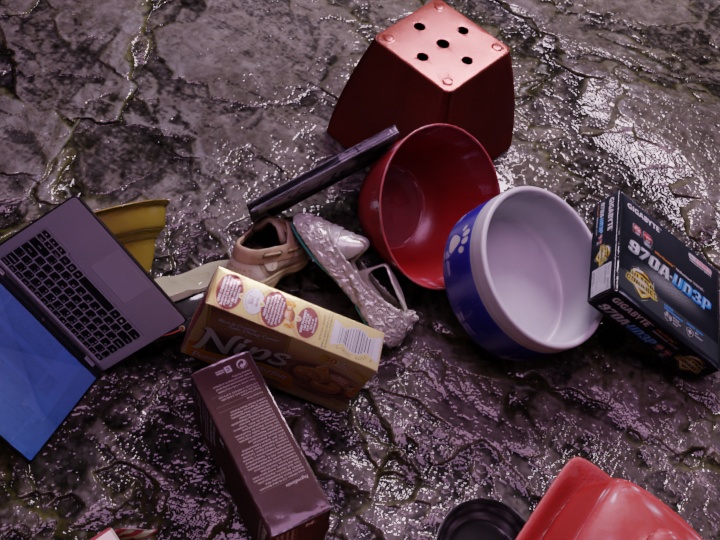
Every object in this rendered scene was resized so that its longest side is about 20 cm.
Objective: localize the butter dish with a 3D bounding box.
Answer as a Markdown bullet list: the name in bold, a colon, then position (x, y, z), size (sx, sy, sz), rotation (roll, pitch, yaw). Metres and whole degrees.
- **butter dish**: position (0.269, 0.294, 0.944), size (0.199, 0.148, 0.200), rotation (41, 56, 6)

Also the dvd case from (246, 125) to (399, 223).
- **dvd case**: position (-0.048, -0.114, 1.184), size (0.199, 0.149, 0.016), rotation (-28, 89, -6)

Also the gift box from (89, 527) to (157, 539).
- **gift box**: position (-0.229, 0.329, 0.799), size (0.199, 0.185, 0.187), rotation (-30, 72, -31)

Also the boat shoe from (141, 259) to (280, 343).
- **boat shoe**: position (-0.182, 0.032, 1.139), size (0.201, 0.064, 0.074), rotation (-17, 27, -35)

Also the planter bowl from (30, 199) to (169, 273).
- **planter bowl**: position (-0.306, -0.013, 1.104), size (0.199, 0.200, 0.084), rotation (-17, 90, -20)

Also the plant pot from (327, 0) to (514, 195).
- **plant pot**: position (0.096, -0.246, 1.311), size (0.200, 0.177, 0.200), rotation (40, 58, 20)

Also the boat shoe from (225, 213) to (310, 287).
- **boat shoe**: position (-0.102, -0.033, 1.153), size (0.071, 0.065, 0.200), rotation (16, 25, 8)

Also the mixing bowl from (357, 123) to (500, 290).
- **mixing bowl**: position (0.071, -0.079, 1.200), size (0.200, 0.201, 0.108), rotation (-35, 22, -29)

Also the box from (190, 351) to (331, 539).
- **box**: position (-0.108, 0.198, 1.002), size (0.075, 0.100, 0.200), rotation (-22, 59, -22)

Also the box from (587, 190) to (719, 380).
- **box**: position (0.366, 0.020, 1.181), size (0.200, 0.046, 0.160), rotation (34, 49, -22)

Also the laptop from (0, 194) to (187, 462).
- **laptop**: position (-0.322, 0.063, 1.001), size (0.199, 0.188, 0.116), rotation (-30, 28, 15)

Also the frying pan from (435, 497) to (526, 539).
- **frying pan**: position (0.156, 0.324, 0.991), size (0.115, 0.031, 0.190), rotation (-37, 78, -27)

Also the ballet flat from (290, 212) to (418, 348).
- **ballet flat**: position (0.000, 0.000, 1.147), size (0.072, 0.072, 0.200), rotation (-37, 90, -30)

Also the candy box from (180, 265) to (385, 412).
- **candy box**: position (-0.087, 0.079, 1.052), size (0.199, 0.116, 0.056), rotation (23, 51, -11)

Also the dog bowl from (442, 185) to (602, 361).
- **dog bowl**: position (0.199, 0.005, 1.149), size (0.199, 0.079, 0.201), rotation (12, 68, -31)
